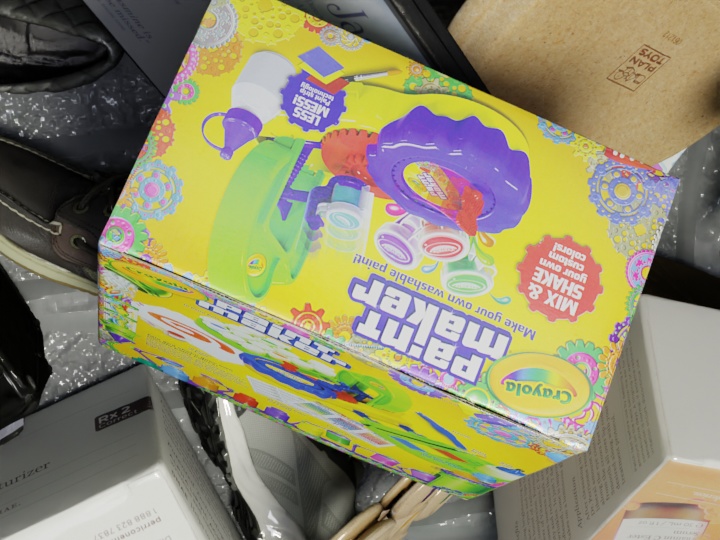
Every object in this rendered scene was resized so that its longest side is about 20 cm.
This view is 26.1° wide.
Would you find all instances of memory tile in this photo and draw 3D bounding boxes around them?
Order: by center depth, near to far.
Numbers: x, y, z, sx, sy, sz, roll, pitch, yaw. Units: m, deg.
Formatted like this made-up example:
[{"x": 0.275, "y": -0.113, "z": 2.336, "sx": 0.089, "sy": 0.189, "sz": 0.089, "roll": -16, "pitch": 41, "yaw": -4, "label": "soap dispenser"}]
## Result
[{"x": 0.039, "y": 0.117, "z": 0.845, "sx": 0.200, "sy": 0.153, "sz": 0.017, "roll": -37, "pitch": 77, "yaw": -26, "label": "memory tile"}]

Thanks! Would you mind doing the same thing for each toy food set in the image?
[{"x": 0.120, "y": -0.110, "z": 0.716, "sx": 0.200, "sy": 0.049, "sz": 0.198, "roll": 1, "pitch": 140, "yaw": -34, "label": "toy food set"}]

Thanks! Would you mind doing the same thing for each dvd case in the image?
[{"x": -0.044, "y": -0.108, "z": 0.694, "sx": 0.143, "sy": 0.200, "sz": 0.018, "roll": 51, "pitch": 59, "yaw": -33, "label": "dvd case"}]

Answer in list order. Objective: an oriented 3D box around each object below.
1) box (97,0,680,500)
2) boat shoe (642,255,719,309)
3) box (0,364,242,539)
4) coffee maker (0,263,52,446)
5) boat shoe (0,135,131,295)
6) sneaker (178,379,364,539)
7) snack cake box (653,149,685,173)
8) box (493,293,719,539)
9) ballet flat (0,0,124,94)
[{"x": 0.000, "y": 0.000, "z": 0.677, "sx": 0.200, "sy": 0.193, "sz": 0.122, "roll": 24, "pitch": 74, "yaw": -4, "label": "box"}, {"x": 0.220, "y": 0.048, "z": 0.928, "sx": 0.200, "sy": 0.074, "sz": 0.066, "roll": 20, "pitch": 122, "yaw": -19, "label": "boat shoe"}, {"x": -0.161, "y": 0.195, "z": 0.862, "sx": 0.199, "sy": 0.131, "sz": 0.200, "roll": -25, "pitch": 114, "yaw": -2, "label": "box"}, {"x": -0.268, "y": 0.059, "z": 0.753, "sx": 0.200, "sy": 0.192, "sz": 0.135, "roll": -33, "pitch": 87, "yaw": -1, "label": "coffee maker"}, {"x": -0.118, "y": -0.020, "z": 0.797, "sx": 0.201, "sy": 0.072, "sz": 0.066, "roll": 33, "pitch": 127, "yaw": -3, "label": "boat shoe"}, {"x": -0.046, "y": 0.102, "z": 0.891, "sx": 0.079, "sy": 0.074, "sz": 0.200, "roll": -28, "pitch": 121, "yaw": -11, "label": "sneaker"}, {"x": 0.143, "y": -0.125, "z": 0.839, "sx": 0.115, "sy": 0.067, "sz": 0.200, "roll": 33, "pitch": 101, "yaw": -21, "label": "snack cake box"}, {"x": 0.184, "y": 0.123, "z": 0.877, "sx": 0.152, "sy": 0.107, "sz": 0.200, "roll": 11, "pitch": 140, "yaw": -16, "label": "box"}, {"x": -0.216, "y": -0.113, "z": 0.769, "sx": 0.200, "sy": 0.057, "sz": 0.067, "roll": -9, "pitch": 112, "yaw": -9, "label": "ballet flat"}]
